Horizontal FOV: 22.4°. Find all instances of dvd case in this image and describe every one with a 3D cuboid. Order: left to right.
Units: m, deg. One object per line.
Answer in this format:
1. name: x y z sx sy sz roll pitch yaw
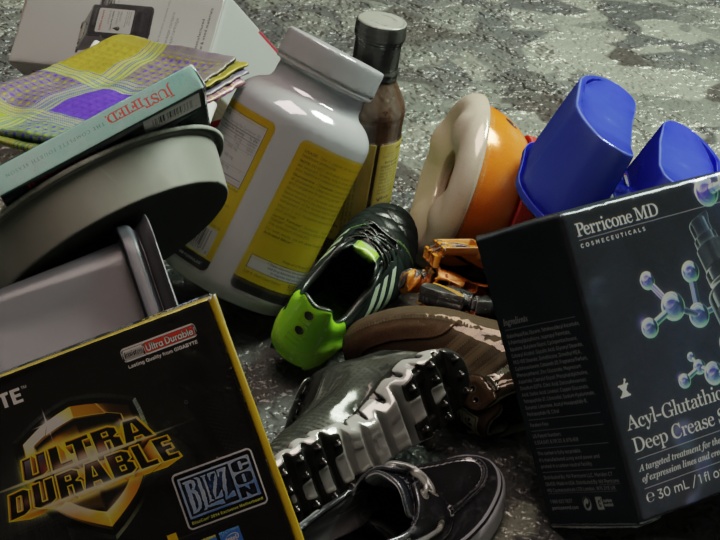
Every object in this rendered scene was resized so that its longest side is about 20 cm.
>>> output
1. dvd case: -0.165 -0.066 1.205 0.145 0.022 0.200 -29 -7 -7

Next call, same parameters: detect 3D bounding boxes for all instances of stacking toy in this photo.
1. stacking toy: 0.148 -0.047 1.478 0.199 0.147 0.146 18 28 -12

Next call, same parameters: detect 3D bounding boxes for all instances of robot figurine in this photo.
1. robot figurine: 0.127 0.017 1.360 0.198 0.059 0.145 11 5 -5

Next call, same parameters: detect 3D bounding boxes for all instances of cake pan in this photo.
1. cake pan: -0.170 -0.026 1.201 0.200 0.200 0.037 -23 76 -37

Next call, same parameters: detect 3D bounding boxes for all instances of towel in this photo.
1. towel: -0.192 -0.130 1.320 0.143 0.023 0.200 17 31 33

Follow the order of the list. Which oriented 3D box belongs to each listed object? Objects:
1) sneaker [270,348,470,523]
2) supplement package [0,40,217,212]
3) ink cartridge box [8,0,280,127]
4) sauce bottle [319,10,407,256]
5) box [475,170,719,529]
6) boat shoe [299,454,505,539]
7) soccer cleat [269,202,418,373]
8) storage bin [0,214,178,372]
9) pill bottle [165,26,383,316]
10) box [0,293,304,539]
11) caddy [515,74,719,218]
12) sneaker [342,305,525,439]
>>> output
1. sneaker: -0.021 0.111 1.220 0.200 0.067 0.090 -34 28 -32
2. supplement package: -0.196 -0.076 1.413 0.116 0.118 0.200 27 23 -10
3. ink cartridge box: -0.182 -0.180 1.582 0.199 0.084 0.145 8 -15 25
4. sauce bottle: 0.003 -0.106 1.451 0.064 0.201 0.065 9 26 -5
5. box: 0.184 0.051 1.188 0.148 0.201 0.107 -15 -1 -28
6. boat shoe: 0.022 0.153 1.144 0.199 0.068 0.072 -24 40 -39
7. soccer cleat: 0.000 0.000 1.371 0.067 0.081 0.200 36 42 3
8. storage bin: -0.170 0.088 1.142 0.133 0.146 0.201 -16 73 -14
9. pill bottle: -0.062 -0.076 1.376 0.111 0.201 0.112 27 7 -4
10. box: -0.149 0.122 1.040 0.199 0.161 0.049 -20 3 -4
11. caddy: 0.189 -0.059 1.360 0.141 0.105 0.200 30 23 -2
12. sneaker: 0.075 0.077 1.282 0.199 0.071 0.076 4 50 19
